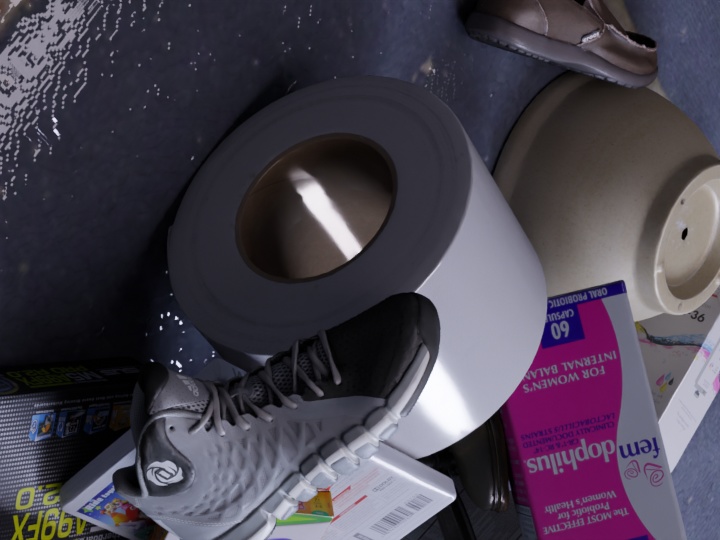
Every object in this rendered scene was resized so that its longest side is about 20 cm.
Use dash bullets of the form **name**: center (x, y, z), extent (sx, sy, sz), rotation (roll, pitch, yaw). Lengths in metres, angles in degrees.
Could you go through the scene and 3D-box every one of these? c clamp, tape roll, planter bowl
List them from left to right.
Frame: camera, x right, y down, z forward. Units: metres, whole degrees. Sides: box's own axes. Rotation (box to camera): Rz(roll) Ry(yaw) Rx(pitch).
- **tape roll**: center (0.000, 0.000, 1.139), extent (0.203, 0.202, 0.139), rotation (-54, 141, -16)
- **c clamp**: center (0.028, 0.163, 1.306), extent (0.200, 0.027, 0.172), rotation (-10, 79, -60)
- **planter bowl**: center (0.207, -0.042, 1.415), extent (0.200, 0.134, 0.201), rotation (-25, 127, -39)

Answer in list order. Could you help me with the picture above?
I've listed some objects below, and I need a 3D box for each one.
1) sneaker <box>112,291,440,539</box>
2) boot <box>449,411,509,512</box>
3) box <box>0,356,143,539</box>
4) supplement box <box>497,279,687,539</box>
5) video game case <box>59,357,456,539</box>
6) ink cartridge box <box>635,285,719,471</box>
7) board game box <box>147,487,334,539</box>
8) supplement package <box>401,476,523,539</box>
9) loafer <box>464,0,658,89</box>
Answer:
- **sneaker**: center (-0.056, 0.069, 0.987), extent (0.115, 0.075, 0.200), rotation (36, 106, -28)
- **boot**: center (0.037, 0.086, 1.291), extent (0.097, 0.075, 0.201), rotation (-19, 97, -11)
- **box**: center (-0.209, 0.138, 1.090), extent (0.200, 0.044, 0.161), rotation (-2, 109, -49)
- **supplement box**: center (0.151, 0.117, 1.281), extent (0.101, 0.103, 0.201), rotation (-14, 87, -3)
- **video game case**: center (-0.059, 0.134, 1.112), extent (0.143, 0.018, 0.200), rotation (-39, 132, 25)
- **ink cartridge box**: center (0.247, 0.051, 1.523), extent (0.200, 0.116, 0.068), rotation (-58, 141, -12)
- **board game box**: center (-0.089, 0.186, 1.128), extent (0.095, 0.030, 0.200), rotation (9, 130, -22)
- **supplement package**: center (0.106, 0.275, 1.403), extent (0.151, 0.200, 0.152), rotation (-45, 137, -25)
- **loafer**: center (0.159, -0.180, 1.335), extent (0.200, 0.073, 0.071), rotation (7, 103, -51)
